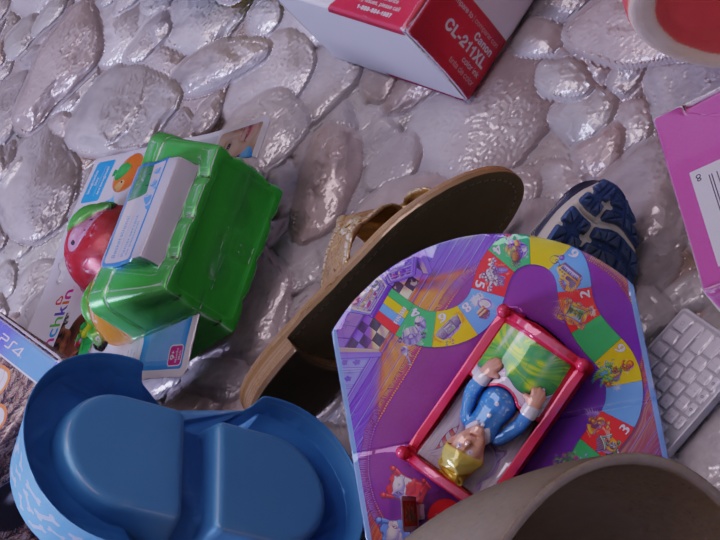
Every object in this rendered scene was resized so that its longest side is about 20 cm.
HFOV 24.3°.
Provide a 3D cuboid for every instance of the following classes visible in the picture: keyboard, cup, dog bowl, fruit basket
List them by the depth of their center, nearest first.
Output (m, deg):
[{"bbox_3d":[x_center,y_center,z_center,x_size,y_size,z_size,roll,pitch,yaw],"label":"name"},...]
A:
[{"bbox_3d":[0.069,0.180,0.732,0.143,0.200,0.201,-8,56,52],"label":"cup"},{"bbox_3d":[0.118,0.106,0.858,0.200,0.011,0.056,-49,43,0],"label":"keyboard"},{"bbox_3d":[-0.095,0.116,0.899,0.050,0.200,0.112,-47,35,43],"label":"dog bowl"},{"bbox_3d":[-0.153,-0.013,1.102,0.200,0.094,0.186,-2,60,42],"label":"fruit basket"}]

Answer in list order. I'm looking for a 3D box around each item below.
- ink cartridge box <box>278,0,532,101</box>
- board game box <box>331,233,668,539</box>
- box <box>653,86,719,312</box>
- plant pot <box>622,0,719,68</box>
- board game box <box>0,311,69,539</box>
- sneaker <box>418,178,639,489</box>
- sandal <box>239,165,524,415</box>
[{"bbox_3d":[0.057,-0.227,1.087,0.146,0.083,0.200,26,79,46],"label":"ink cartridge box"},{"bbox_3d":[0.068,0.077,0.825,0.158,0.039,0.201,-11,81,10],"label":"board game box"},{"bbox_3d":[0.250,-0.015,0.698,0.176,0.200,0.097,-26,48,22],"label":"box"},{"bbox_3d":[0.209,-0.219,0.898,0.200,0.200,0.178,-14,63,31],"label":"plant pot"},{"bbox_3d":[-0.203,0.150,0.978,0.097,0.159,0.200,28,81,46],"label":"board game box"},{"bbox_3d":[0.072,0.030,0.904,0.085,0.077,0.200,24,77,50],"label":"sneaker"},{"bbox_3d":[-0.003,-0.002,0.983,0.212,0.078,0.070,-46,49,10],"label":"sandal"}]
